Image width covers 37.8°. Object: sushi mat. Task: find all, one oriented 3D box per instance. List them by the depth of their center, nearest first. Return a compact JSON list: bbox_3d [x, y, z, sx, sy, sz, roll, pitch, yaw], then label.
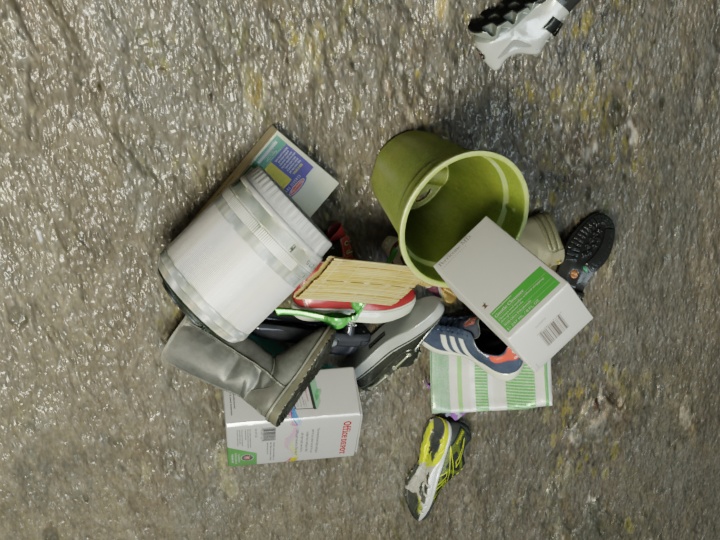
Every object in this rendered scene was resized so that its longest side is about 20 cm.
[{"bbox_3d":[0.005,0.016,1.455,0.199,0.012,0.096,6,139,-46],"label":"sushi mat"}]

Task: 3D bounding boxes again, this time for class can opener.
[{"bbox_3d":[-0.075,0.093,1.588,0.198,0.063,0.079,9,113,-30],"label":"can opener"}]

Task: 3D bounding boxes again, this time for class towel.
[{"bbox_3d":[0.211,0.151,1.707,0.198,0.023,0.154,-1,84,-3],"label":"towel"}]

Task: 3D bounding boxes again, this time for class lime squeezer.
[{"bbox_3d":[-0.021,0.041,1.537,0.199,0.038,0.071,-27,86,1],"label":"lime squeezer"}]

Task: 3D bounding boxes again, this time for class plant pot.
[{"bbox_3d":[0.107,-0.108,1.495,0.199,0.184,0.202,-12,122,-20],"label":"plant pot"}]

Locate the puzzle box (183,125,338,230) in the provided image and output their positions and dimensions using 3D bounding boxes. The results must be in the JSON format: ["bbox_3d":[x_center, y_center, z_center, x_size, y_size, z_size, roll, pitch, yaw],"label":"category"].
[{"bbox_3d":[-0.139,-0.088,1.481,0.200,0.025,0.133,-49,126,4],"label":"puzzle box"}]

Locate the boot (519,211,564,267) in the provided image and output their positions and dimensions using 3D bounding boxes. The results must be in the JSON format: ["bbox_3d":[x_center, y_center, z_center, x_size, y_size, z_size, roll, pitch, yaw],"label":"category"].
[{"bbox_3d":[0.257,0.015,1.684,0.154,0.073,0.202,-15,98,-26],"label":"boot"}]

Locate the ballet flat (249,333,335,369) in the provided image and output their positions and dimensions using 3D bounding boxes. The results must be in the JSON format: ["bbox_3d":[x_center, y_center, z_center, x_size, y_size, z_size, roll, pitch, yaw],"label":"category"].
[{"bbox_3d":[-0.121,0.152,1.602,0.199,0.071,0.071,25,103,-33],"label":"ballet flat"}]

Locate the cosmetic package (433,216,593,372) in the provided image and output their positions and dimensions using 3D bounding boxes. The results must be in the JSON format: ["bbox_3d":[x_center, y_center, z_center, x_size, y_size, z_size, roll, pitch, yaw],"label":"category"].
[{"bbox_3d":[0.196,0.028,1.375,0.108,0.200,0.085,-44,129,0],"label":"cosmetic package"}]

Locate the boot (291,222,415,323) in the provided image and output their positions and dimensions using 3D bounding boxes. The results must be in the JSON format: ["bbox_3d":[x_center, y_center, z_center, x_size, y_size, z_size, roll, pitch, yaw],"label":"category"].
[{"bbox_3d":[0.000,0.000,1.573,0.198,0.072,0.146,0,115,-22],"label":"boot"}]

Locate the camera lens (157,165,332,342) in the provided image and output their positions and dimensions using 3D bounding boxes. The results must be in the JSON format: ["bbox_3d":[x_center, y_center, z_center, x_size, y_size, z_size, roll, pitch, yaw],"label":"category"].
[{"bbox_3d":[-0.156,-0.018,1.396,0.200,0.160,0.160,-44,126,1],"label":"camera lens"}]

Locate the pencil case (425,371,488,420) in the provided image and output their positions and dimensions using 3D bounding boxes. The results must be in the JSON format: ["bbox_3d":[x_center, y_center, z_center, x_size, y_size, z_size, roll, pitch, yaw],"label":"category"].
[{"bbox_3d":[0.203,0.164,1.759,0.199,0.084,0.086,-36,103,-7],"label":"pencil case"}]

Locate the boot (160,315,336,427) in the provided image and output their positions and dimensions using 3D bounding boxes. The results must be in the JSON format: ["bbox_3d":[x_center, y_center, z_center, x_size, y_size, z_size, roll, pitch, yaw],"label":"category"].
[{"bbox_3d":[-0.157,0.106,1.504,0.182,0.199,0.073,-51,164,-27],"label":"boot"}]

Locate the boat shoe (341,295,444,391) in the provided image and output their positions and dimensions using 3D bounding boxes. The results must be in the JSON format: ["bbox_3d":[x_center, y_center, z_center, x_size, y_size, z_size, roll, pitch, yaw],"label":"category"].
[{"bbox_3d":[0.061,0.115,1.645,0.200,0.071,0.064,-38,115,21],"label":"boat shoe"}]

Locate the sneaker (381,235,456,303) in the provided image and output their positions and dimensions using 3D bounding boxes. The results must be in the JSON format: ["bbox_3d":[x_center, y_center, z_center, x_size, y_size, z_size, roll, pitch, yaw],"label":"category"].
[{"bbox_3d":[0.103,-0.011,1.620,0.075,0.090,0.200,-55,152,1],"label":"sneaker"}]

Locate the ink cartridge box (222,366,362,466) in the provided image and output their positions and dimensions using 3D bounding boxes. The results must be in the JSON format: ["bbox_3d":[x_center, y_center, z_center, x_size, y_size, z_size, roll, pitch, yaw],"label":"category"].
[{"bbox_3d":[-0.104,0.219,1.570,0.198,0.085,0.145,-4,147,-8],"label":"ink cartridge box"}]

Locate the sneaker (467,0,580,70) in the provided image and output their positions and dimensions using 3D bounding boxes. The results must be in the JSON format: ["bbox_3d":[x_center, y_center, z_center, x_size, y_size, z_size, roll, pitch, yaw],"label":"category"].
[{"bbox_3d":[0.254,-0.358,1.505,0.199,0.074,0.089,-29,126,2],"label":"sneaker"}]

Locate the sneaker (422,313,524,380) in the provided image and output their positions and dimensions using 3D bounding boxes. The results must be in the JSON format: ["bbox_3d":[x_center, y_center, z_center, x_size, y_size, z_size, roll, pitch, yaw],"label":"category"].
[{"bbox_3d":[0.164,0.093,1.633,0.075,0.199,0.085,-52,151,-34],"label":"sneaker"}]

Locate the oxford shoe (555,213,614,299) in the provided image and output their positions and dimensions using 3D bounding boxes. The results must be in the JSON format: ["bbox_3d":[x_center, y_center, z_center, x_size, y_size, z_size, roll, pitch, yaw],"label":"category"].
[{"bbox_3d":[0.355,-0.006,1.751,0.072,0.084,0.201,32,82,-1],"label":"oxford shoe"}]

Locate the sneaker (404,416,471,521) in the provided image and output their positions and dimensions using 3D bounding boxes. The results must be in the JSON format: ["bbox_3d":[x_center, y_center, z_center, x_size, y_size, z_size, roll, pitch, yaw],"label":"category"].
[{"bbox_3d":[0.140,0.349,1.827,0.084,0.075,0.202,5,114,-29],"label":"sneaker"}]
